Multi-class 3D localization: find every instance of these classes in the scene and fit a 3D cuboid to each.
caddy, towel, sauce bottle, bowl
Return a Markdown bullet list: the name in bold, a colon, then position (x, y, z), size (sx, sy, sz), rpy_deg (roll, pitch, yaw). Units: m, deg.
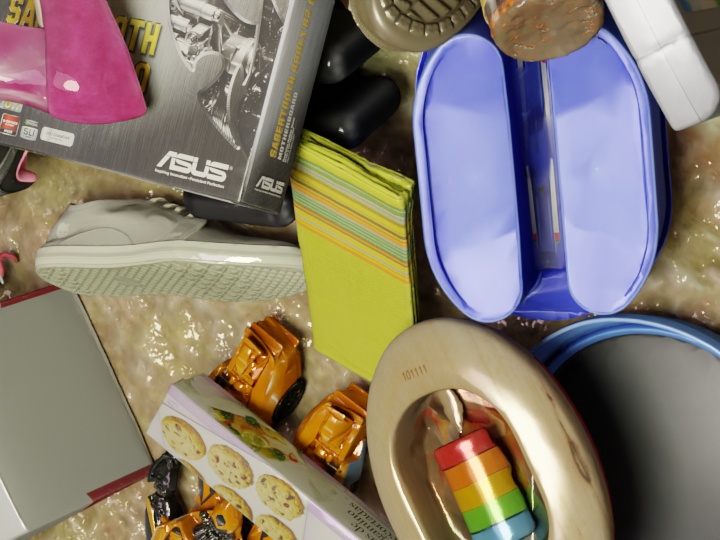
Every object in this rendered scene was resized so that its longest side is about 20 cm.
- **caddy**: position (0.101, -0.064, 1.249), size (0.140, 0.105, 0.202), rpy_deg (-3, 105, 8)
- **towel**: position (0.000, 0.000, 1.308), size (0.086, 0.018, 0.201), rpy_deg (30, 150, 25)
- **sauce bottle**: position (0.080, -0.207, 1.187), size (0.066, 0.066, 0.201), rpy_deg (-32, 53, 31)
- **bowl**: position (0.164, 0.121, 1.290), size (0.199, 0.039, 0.203), rpy_deg (7, 104, 29)

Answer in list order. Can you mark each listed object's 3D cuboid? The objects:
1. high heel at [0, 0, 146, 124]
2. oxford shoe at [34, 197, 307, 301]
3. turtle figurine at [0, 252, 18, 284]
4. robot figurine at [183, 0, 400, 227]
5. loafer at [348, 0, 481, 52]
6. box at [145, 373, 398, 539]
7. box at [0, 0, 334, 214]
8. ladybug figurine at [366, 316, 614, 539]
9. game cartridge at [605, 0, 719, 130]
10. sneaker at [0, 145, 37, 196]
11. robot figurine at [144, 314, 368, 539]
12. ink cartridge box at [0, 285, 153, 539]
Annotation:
- **high heel**: position (-0.148, -0.179, 1.227), size (0.095, 0.067, 0.202), rpy_deg (9, 72, 0)
- **oxford shoe**: position (-0.115, -0.016, 1.409), size (0.198, 0.075, 0.058), rpy_deg (3, 66, 28)
- **turtle figurine**: position (-0.313, -0.024, 1.495), size (0.149, 0.101, 0.200), rpy_deg (-38, 64, -4)
- **robot figurine**: position (-0.079, -0.112, 1.327), size (0.199, 0.125, 0.152), rpy_deg (3, 79, 29)
- **loafer**: position (0.034, -0.189, 1.232), size (0.076, 0.201, 0.067), rpy_deg (32, 141, -19)
- **box**: position (-0.040, 0.137, 1.343), size (0.200, 0.039, 0.042), rpy_deg (38, 115, 18)
- **box**: position (-0.116, -0.130, 1.253), size (0.199, 0.048, 0.160), rpy_deg (15, 91, 29)
- **ladybug figurine**: position (0.080, 0.119, 1.272), size (0.135, 0.072, 0.201), rpy_deg (-22, 89, 32)
- **game cartridge**: position (0.150, -0.173, 1.177), size (0.040, 0.133, 0.201), rpy_deg (-25, 89, 28)
- **sneaker**: position (-0.228, -0.109, 1.363), size (0.201, 0.095, 0.079), rpy_deg (106, 149, -52)
- **robot figurine**: position (-0.070, 0.137, 1.416), size (0.145, 0.058, 0.201), rpy_deg (37, 116, 19)
- **ink cartridge box**: position (-0.271, 0.122, 1.479), size (0.199, 0.145, 0.146), rpy_deg (-27, 87, 32)
